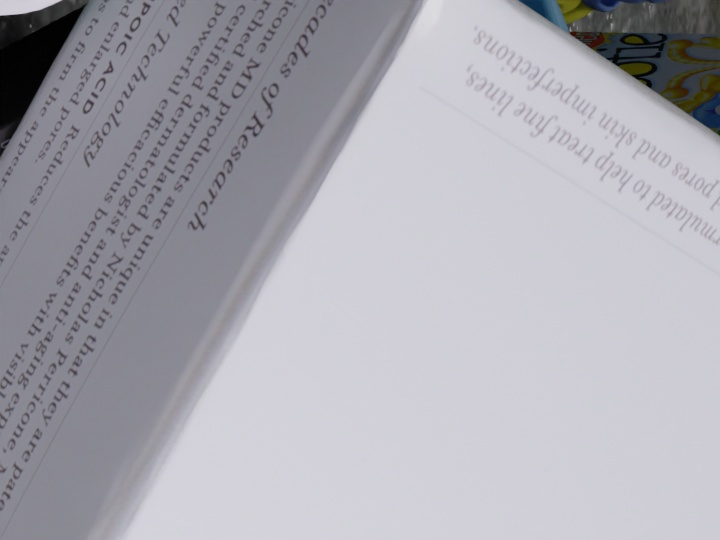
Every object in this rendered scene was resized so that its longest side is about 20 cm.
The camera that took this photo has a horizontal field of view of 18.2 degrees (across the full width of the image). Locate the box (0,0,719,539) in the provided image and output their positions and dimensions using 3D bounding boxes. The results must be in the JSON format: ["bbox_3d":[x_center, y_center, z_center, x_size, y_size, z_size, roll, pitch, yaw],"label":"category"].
[{"bbox_3d":[0.001,0.025,0.614,0.199,0.131,0.201,28,93,-41],"label":"box"}]

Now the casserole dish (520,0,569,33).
[{"bbox_3d":[0.017,-0.118,0.843,0.200,0.039,0.122,31,38,-50],"label":"casserole dish"}]

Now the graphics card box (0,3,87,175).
[{"bbox_3d":[-0.063,0.019,0.685,0.125,0.051,0.201,-31,127,-23],"label":"graphics card box"}]

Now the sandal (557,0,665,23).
[{"bbox_3d":[0.098,-0.172,1.008,0.200,0.087,0.080,28,70,-60],"label":"sandal"}]

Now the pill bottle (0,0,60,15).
[{"bbox_3d":[-0.083,-0.175,0.607,0.201,0.113,0.113,-67,147,-35],"label":"pill bottle"}]

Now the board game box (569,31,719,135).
[{"bbox_3d":[0.165,-0.042,1.025,0.103,0.199,0.105,-50,136,-51],"label":"board game box"}]
